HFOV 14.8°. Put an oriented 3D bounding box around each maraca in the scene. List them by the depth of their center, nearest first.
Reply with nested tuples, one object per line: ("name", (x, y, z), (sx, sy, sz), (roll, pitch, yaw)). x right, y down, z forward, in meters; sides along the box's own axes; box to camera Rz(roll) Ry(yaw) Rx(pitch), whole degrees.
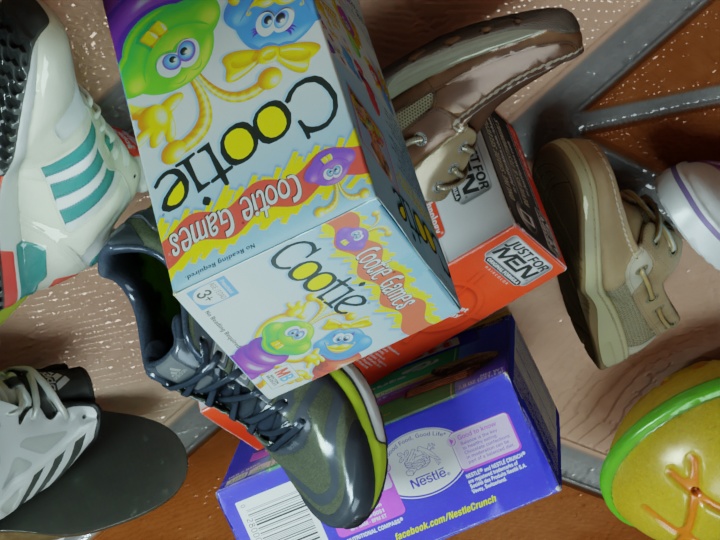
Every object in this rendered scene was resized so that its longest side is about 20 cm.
("maraca", (0.240, 0.101, 1.684), (0.200, 0.107, 0.137), (-26, 141, 11))

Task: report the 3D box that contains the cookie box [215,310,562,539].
("cookie box", (0.020, 0.099, 1.533), (0.171, 0.075, 0.200), (-23, -174, 6))

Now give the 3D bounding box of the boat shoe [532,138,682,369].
("boat shoe", (0.140, -0.018, 1.536), (0.064, 0.071, 0.200), (-23, 151, -3))

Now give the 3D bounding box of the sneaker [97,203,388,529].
("sneaker", (-0.063, 0.050, 1.390), (0.081, 0.200, 0.074), (-26, 165, -45))

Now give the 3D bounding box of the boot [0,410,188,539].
("boot", (-0.194, 0.131, 1.602), (0.200, 0.074, 0.075), (-14, 161, 2))

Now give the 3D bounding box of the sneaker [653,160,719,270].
("sneaker", (0.252, -0.047, 1.543), (0.114, 0.073, 0.200), (-44, 146, 25))

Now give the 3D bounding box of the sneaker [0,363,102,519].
("sneaker", (-0.207, 0.060, 1.491), (0.115, 0.076, 0.201), (-32, 145, -16))

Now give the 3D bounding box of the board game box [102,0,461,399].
("board game box", (-0.041, -0.061, 1.297), (0.103, 0.200, 0.105), (-25, 141, 10))

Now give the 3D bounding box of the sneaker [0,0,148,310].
("sneaker", (-0.148, -0.067, 1.372), (0.093, 0.070, 0.200), (-20, 144, -26))

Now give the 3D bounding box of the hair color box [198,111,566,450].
("hair color box", (0.000, 0.000, 1.471), (0.200, 0.102, 0.061), (-31, 142, 19))

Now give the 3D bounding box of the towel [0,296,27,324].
("towel", (-0.257, 0.048, 1.504), (0.086, 0.018, 0.200), (15, 131, -43))

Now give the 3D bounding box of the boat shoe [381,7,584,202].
("boat shoe", (0.028, -0.071, 1.399), (0.200, 0.072, 0.076), (-25, -174, 21))
